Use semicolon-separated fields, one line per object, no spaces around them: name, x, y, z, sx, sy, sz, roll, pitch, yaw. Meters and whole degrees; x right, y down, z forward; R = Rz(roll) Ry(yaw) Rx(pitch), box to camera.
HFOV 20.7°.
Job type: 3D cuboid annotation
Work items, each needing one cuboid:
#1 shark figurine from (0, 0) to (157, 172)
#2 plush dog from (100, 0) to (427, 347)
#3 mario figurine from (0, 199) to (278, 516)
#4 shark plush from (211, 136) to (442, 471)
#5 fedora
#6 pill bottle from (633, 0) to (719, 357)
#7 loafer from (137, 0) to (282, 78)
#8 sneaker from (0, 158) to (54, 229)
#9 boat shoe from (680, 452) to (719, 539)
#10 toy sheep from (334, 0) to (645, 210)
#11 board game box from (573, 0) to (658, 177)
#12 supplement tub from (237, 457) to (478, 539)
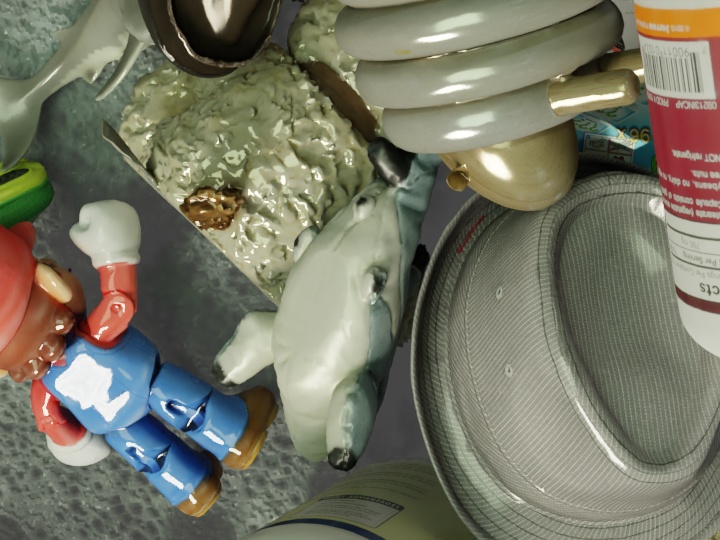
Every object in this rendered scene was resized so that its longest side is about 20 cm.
shark figurine;-0.142;-0.143;1.040;0.090;0.128;0.214;51;142;-15
plush dog;-0.015;-0.076;0.979;0.200;0.160;0.172;43;87;11
mario figurine;-0.141;0.037;1.065;0.200;0.106;0.124;39;76;-14
shark plush;0.000;0.000;0.937;0.091;0.083;0.200;20;103;34
fedora;0.116;0.036;0.886;0.177;0.090;0.200;2;77;-12
pill bottle;0.178;-0.033;0.793;0.113;0.113;0.200;-4;106;23
loafer;-0.051;-0.179;0.888;0.071;0.073;0.200;36;122;50
sneaker;-0.232;0.017;1.121;0.084;0.074;0.200;36;108;-15
boat shoe;0.148;0.075;0.971;0.064;0.071;0.200;-25;87;-11
toy sheep;0.050;-0.121;0.830;0.138;0.138;0.200;-9;102;24
board game box;0.185;-0.102;0.936;0.200;0.035;0.126;2;100;22
supplement tub;0.010;0.173;0.962;0.145;0.200;0.145;4;100;22
